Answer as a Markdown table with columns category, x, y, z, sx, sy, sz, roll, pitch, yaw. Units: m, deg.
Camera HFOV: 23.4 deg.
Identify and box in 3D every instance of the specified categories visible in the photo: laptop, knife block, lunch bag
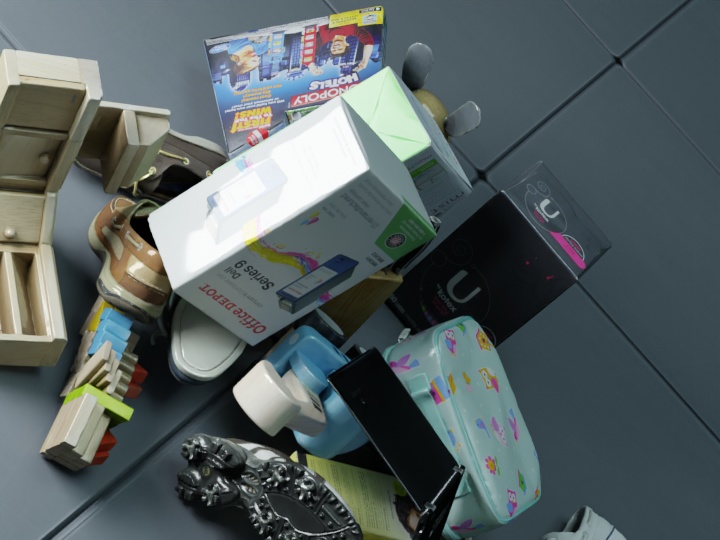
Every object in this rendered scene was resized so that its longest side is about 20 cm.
| category | x | y | z | sx | sy | sz | roll | pitch | yaw |
| --- | --- | --- | --- | --- | --- | --- | --- | --- | --- |
| laptop | 0.014 | 0.188 | 1.458 | 0.116 | 0.200 | 0.187 | 21 | 9 | 10 |
| knife block | 0.000 | 0.000 | 1.640 | 0.200 | 0.175 | 0.064 | 64 | 8 | -60 |
| lunch bag | 0.089 | 0.143 | 1.614 | 0.160 | 0.077 | 0.200 | -17 | 85 | -65 |

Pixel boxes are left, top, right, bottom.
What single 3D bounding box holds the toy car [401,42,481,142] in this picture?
| category | x | y | z | sx | sy | sz | roll | pitch | yaw |
| --- | --- | --- | --- | --- | --- | --- | --- | --- | --- |
| toy car | 0.036 | -0.139 | 1.843 | 0.164 | 0.200 | 0.158 | 50 | 36 | 4 |

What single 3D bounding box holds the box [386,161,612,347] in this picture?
| category | x | y | z | sx | sy | sz | roll | pitch | yaw |
| --- | --- | --- | --- | --- | --- | --- | --- | --- | --- |
| box | 0.142 | 0.001 | 1.820 | 0.122 | 0.200 | 0.106 | 49 | 35 | 3 |

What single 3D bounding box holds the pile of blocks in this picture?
| category | x | y | z | sx | sy | sz | roll | pitch | yaw |
| --- | --- | --- | --- | --- | --- | --- | --- | --- | --- |
| pile of blocks | -0.209 | 0.091 | 1.479 | 0.062 | 0.082 | 0.200 | 32 | 38 | -20 |

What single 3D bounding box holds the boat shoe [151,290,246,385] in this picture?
| category | x | y | z | sx | sy | sz | roll | pitch | yaw |
| --- | --- | --- | --- | --- | --- | --- | --- | --- | --- |
| boat shoe | -0.146 | 0.039 | 1.593 | 0.075 | 0.062 | 0.200 | 29 | 36 | -22 |

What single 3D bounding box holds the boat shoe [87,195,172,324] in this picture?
| category | x | y | z | sx | sy | sz | roll | pitch | yaw |
| --- | --- | --- | --- | --- | --- | --- | --- | --- | --- |
| boat shoe | -0.193 | -0.024 | 1.563 | 0.076 | 0.074 | 0.200 | 28 | 16 | -24 |

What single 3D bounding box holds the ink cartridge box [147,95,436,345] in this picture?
| category | x | y | z | sx | sy | sz | roll | pitch | yaw |
| --- | --- | --- | --- | --- | --- | --- | --- | --- | --- |
| ink cartridge box | -0.058 | -0.038 | 1.487 | 0.145 | 0.200 | 0.088 | 43 | 22 | -56 |

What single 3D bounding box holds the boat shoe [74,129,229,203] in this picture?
| category | x | y | z | sx | sy | sz | roll | pitch | yaw |
| --- | --- | --- | --- | --- | --- | --- | --- | --- | --- |
| boat shoe | -0.203 | -0.101 | 1.677 | 0.200 | 0.072 | 0.060 | 15 | 44 | -45 |

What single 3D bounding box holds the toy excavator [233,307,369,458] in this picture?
| category | x | y | z | sx | sy | sz | roll | pitch | yaw |
| --- | --- | --- | --- | --- | --- | --- | --- | --- | --- |
| toy excavator | -0.043 | 0.112 | 1.524 | 0.194 | 0.100 | 0.200 | 41 | 8 | -29 |

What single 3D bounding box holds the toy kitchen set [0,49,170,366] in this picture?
| category | x | y | z | sx | sy | sz | roll | pitch | yaw |
| --- | --- | --- | --- | --- | --- | --- | --- | --- | --- |
| toy kitchen set | -0.237 | -0.048 | 1.454 | 0.163 | 0.200 | 0.181 | 4 | 52 | -27 |

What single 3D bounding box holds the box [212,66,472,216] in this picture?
| category | x | y | z | sx | sy | sz | roll | pitch | yaw |
| --- | --- | --- | --- | --- | --- | --- | --- | --- | --- |
| box | -0.012 | -0.084 | 1.695 | 0.097 | 0.200 | 0.176 | 63 | 10 | 18 |

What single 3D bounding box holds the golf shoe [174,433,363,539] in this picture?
| category | x | y | z | sx | sy | sz | roll | pitch | yaw |
| --- | --- | --- | --- | --- | --- | --- | --- | --- | --- |
| golf shoe | -0.062 | 0.188 | 1.478 | 0.200 | 0.078 | 0.094 | 26 | 12 | 36 |

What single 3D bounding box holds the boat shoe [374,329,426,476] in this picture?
| category | x | y | z | sx | sy | sz | roll | pitch | yaw |
| --- | --- | --- | --- | --- | --- | --- | --- | --- | --- |
| boat shoe | 0.050 | 0.130 | 1.717 | 0.062 | 0.075 | 0.200 | 41 | 44 | -28 |

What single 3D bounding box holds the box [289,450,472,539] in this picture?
| category | x | y | z | sx | sy | sz | roll | pitch | yaw |
| --- | --- | --- | --- | --- | --- | --- | --- | --- | --- |
| box | 0.012 | 0.227 | 1.603 | 0.200 | 0.050 | 0.075 | 17 | 45 | -34 |

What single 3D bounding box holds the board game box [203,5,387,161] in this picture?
| category | x | y | z | sx | sy | sz | roll | pitch | yaw |
| --- | --- | --- | --- | --- | --- | --- | --- | --- | --- |
| board game box | -0.069 | -0.171 | 1.775 | 0.200 | 0.200 | 0.062 | -86 | 163 | -44 |

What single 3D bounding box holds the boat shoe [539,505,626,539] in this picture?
| category | x | y | z | sx | sy | sz | roll | pitch | yaw |
| --- | --- | --- | --- | --- | --- | --- | --- | --- | --- |
| boat shoe | 0.199 | 0.293 | 1.725 | 0.065 | 0.074 | 0.200 | 47 | 26 | 8 |
